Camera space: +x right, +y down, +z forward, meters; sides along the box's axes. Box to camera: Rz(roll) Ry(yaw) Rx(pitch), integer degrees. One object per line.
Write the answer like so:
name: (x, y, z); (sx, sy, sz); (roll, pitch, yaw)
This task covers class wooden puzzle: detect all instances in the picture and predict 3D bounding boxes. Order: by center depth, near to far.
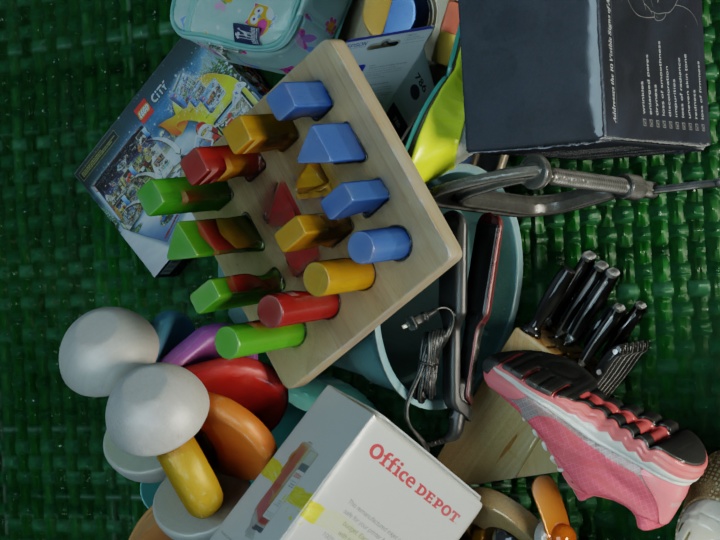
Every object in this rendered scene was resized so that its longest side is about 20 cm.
wooden puzzle: (0.051, -0.167, 1.707); (0.200, 0.046, 0.186); (23, 103, 29)

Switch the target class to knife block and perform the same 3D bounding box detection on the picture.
knife block: (0.142, 0.082, 1.648); (0.200, 0.064, 0.176); (-13, 84, 31)

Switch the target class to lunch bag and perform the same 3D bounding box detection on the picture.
lunch bag: (-0.080, -0.272, 1.741); (0.160, 0.077, 0.200); (16, 84, 35)

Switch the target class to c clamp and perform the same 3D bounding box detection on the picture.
c clamp: (0.158, -0.067, 1.565); (0.171, 0.200, 0.027); (-13, 79, 46)

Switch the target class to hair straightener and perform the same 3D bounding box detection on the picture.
hair straightener: (0.061, 0.050, 1.581); (0.041, 0.077, 0.200); (24, 106, 59)

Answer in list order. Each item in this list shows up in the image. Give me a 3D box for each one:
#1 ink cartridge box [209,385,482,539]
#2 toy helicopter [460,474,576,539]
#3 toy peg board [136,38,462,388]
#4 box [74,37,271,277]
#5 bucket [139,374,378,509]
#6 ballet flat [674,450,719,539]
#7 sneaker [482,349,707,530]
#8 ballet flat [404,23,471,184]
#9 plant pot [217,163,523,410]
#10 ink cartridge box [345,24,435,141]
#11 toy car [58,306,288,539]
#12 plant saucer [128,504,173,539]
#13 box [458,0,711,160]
ink cartridge box: (-0.021, 0.214, 1.565); (0.200, 0.145, 0.083); (-52, 34, -6)
toy helicopter: (0.162, 0.244, 1.619); (0.200, 0.079, 0.132); (38, 144, 5)
toy peg board: (-0.060, -0.038, 1.517); (0.199, 0.098, 0.200); (-40, 72, 35)
box: (-0.161, -0.111, 1.841); (0.200, 0.038, 0.137); (-48, 68, 23)
bucket: (-0.073, 0.183, 1.739); (0.207, 0.135, 0.208); (1, 91, 32)
ballet flat: (0.271, 0.242, 1.573); (0.070, 0.065, 0.200); (10, 97, 29)
sneaker: (0.168, 0.133, 1.556); (0.200, 0.074, 0.087); (31, 115, 28)
ballet flat: (0.088, -0.135, 1.580); (0.067, 0.200, 0.067); (17, 138, 8)
plant pot: (0.000, 0.000, 1.669); (0.196, 0.200, 0.201); (10, 97, 39)
ink cartridge box: (-0.007, -0.120, 1.638); (0.099, 0.200, 0.039); (-4, 133, 39)
toy car: (-0.139, 0.107, 1.617); (0.150, 0.175, 0.200); (-34, 46, -13)
plant saucer: (-0.126, 0.278, 1.673); (0.200, 0.037, 0.201); (1, 93, 29)
box: (0.174, -0.190, 1.544); (0.124, 0.196, 0.200); (-4, 89, 31)
